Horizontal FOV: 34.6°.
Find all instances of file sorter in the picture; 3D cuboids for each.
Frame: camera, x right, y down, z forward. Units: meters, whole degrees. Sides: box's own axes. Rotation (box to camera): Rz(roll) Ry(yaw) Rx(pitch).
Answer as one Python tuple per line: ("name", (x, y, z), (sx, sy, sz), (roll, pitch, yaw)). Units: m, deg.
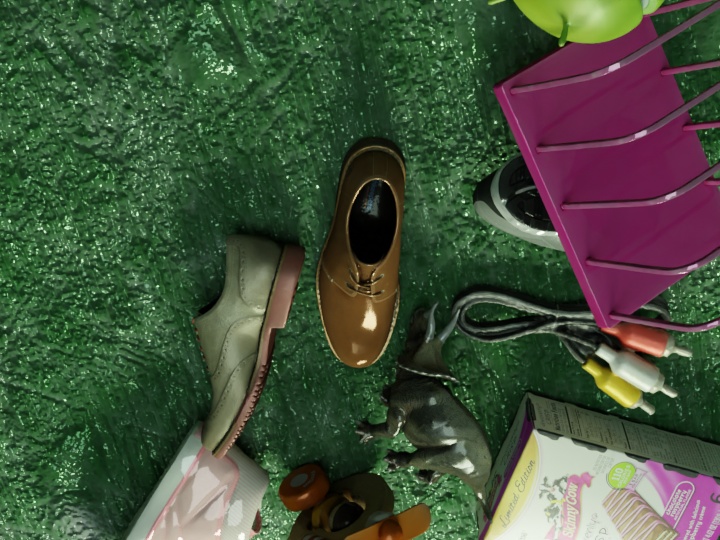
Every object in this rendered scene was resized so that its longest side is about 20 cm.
("file sorter", (0.216, -0.075, 0.809), (0.139, 0.125, 0.201), (-32, 105, -19))

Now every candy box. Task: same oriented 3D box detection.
("candy box", (0.218, 0.202, 1.028), (0.199, 0.061, 0.137), (15, 116, -6))

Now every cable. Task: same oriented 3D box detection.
("cable", (0.178, 0.049, 0.958), (0.199, 0.050, 0.097), (19, 118, -9))

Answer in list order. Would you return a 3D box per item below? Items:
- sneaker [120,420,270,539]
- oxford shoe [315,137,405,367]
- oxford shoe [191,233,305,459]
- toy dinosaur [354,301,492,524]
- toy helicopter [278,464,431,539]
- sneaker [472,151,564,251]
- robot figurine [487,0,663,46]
("sneaker", (-0.153, 0.238, 1.043), (0.104, 0.075, 0.201), (31, 109, -8))
("oxford shoe", (0.000, 0.000, 0.927), (0.071, 0.071, 0.201), (2, 118, -2))
("oxford shoe", (-0.107, 0.061, 0.963), (0.074, 0.070, 0.201), (18, 105, -4))
("toy dinosaur", (0.064, 0.136, 0.967), (0.102, 0.077, 0.201), (-23, 95, 44))
("toy helicopter", (-0.020, 0.245, 0.975), (0.132, 0.200, 0.079), (-15, 117, 27))
("sneaker", (0.179, -0.045, 0.907), (0.199, 0.079, 0.074), (16, 81, -22))
("robot figurine", (0.174, -0.236, 0.763), (0.200, 0.175, 0.116), (-48, 135, 0))
